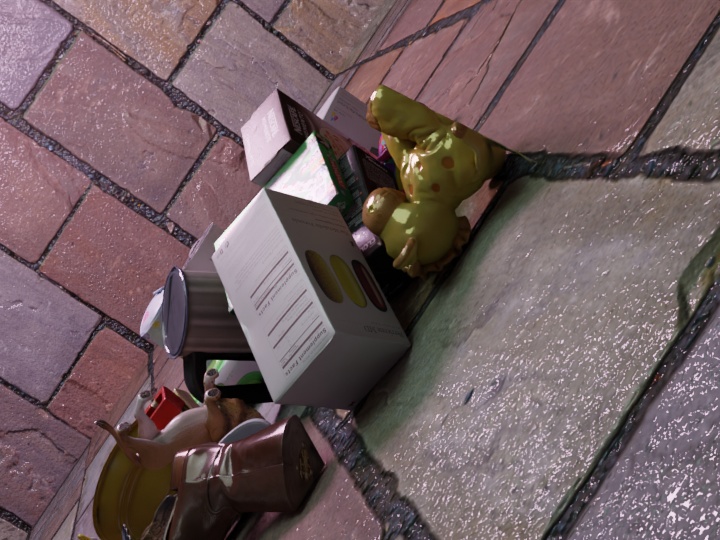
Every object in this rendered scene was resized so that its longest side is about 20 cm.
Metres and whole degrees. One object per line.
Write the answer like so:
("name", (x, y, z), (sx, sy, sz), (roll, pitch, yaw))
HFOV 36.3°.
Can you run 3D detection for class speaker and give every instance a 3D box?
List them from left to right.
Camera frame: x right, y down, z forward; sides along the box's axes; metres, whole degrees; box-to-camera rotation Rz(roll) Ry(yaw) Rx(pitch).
("speaker", (-0.209, 0.193, 1.602), (0.201, 0.088, 0.088), (-56, 12, -2))
("speaker", (-0.150, 0.019, 1.550), (0.081, 0.199, 0.081), (-52, 12, 16))

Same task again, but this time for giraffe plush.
("giraffe plush", (0.071, -0.079, 1.150), (0.200, 0.172, 0.163), (35, 102, 44))

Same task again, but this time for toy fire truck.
("toy fire truck", (-0.208, 0.194, 1.438), (0.049, 0.140, 0.200), (-53, 9, 5))

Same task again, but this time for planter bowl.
("planter bowl", (-0.256, 0.285, 1.454), (0.200, 0.083, 0.202), (-45, -35, -44))

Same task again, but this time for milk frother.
("milk frother", (-0.133, 0.067, 1.384), (0.200, 0.186, 0.182), (-47, 47, 54))

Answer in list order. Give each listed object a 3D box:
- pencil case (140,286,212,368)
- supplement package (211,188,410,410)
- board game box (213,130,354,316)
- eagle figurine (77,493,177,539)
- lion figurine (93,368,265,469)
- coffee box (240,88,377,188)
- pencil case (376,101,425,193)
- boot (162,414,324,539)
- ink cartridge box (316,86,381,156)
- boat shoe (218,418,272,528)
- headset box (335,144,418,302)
("pencil case", (-0.242, 0.104, 1.704), (0.091, 0.199, 0.083), (-65, 20, -12))
("supplement package", (-0.054, 0.031, 1.142), (0.110, 0.113, 0.201), (-49, 51, 27))
("board game box", (-0.096, -0.054, 1.311), (0.200, 0.029, 0.135), (-46, 36, 20))
("eagle figurine", (-0.279, 0.363, 1.321), (0.199, 0.150, 0.153), (-29, 48, 29))
("lion figurine", (-0.209, 0.195, 1.316), (0.073, 0.198, 0.124), (-116, 15, -53))
("coffee box", (-0.052, -0.130, 1.431), (0.080, 0.199, 0.115), (-42, 40, 23))
("pencil case", (0.063, -0.163, 1.483), (0.089, 0.088, 0.200), (-50, 12, 22))
("boot", (-0.120, 0.258, 1.147), (0.199, 0.064, 0.189), (-18, 71, 36))
("ink cartridge box", (-0.022, -0.153, 1.633), (0.086, 0.147, 0.201), (-44, 18, 46))
("boat shoe", (-0.158, 0.261, 1.284), (0.204, 0.074, 0.086), (-63, 4, 1))
("headset box", (-0.015, -0.022, 1.278), (0.149, 0.075, 0.201), (-43, 38, 24))
